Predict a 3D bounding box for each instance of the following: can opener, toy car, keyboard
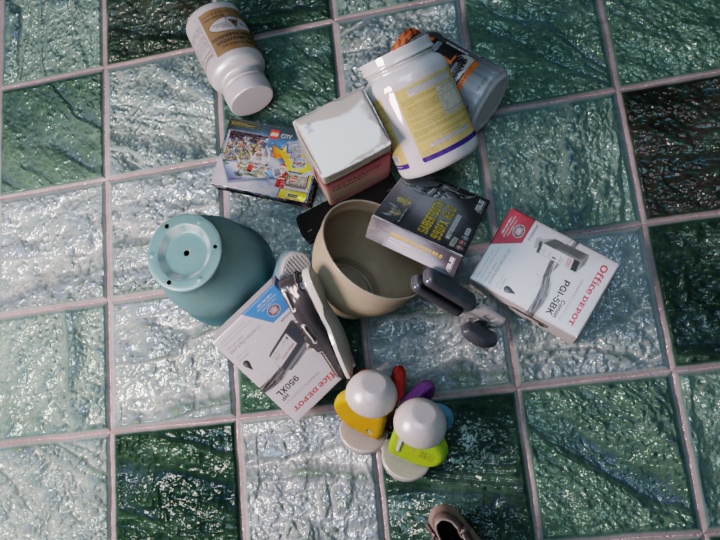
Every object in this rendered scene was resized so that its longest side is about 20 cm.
[{"bbox_3d":[0.162,0.066,1.140,0.053,0.200,0.067,-28,46,38],"label":"can opener"},{"bbox_3d":[0.065,0.233,1.150,0.200,0.175,0.150,28,49,16],"label":"toy car"},{"bbox_3d":[-0.015,-0.101,1.292,0.200,0.040,0.104,-27,52,6],"label":"keyboard"}]

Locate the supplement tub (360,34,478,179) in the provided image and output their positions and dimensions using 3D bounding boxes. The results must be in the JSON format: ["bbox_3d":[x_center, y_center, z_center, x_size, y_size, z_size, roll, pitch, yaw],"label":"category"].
[{"bbox_3d":[0.095,-0.269,1.160,0.145,0.145,0.200,-24,105,6],"label":"supplement tub"}]

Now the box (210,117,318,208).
[{"bbox_3d":[-0.172,-0.206,1.336,0.200,0.038,0.137,13,81,14],"label":"box"}]

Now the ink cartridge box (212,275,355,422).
[{"bbox_3d":[-0.127,0.133,1.191,0.145,0.084,0.200,-44,101,1],"label":"ink cartridge box"}]

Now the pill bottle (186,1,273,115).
[{"bbox_3d":[-0.249,-0.406,1.355,0.114,0.114,0.200,-28,74,5],"label":"pill bottle"}]

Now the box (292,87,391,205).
[{"bbox_3d":[-0.026,-0.204,1.196,0.128,0.200,0.109,-27,83,-2],"label":"box"}]

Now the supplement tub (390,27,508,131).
[{"bbox_3d":[0.152,-0.346,1.256,0.200,0.123,0.123,34,87,16],"label":"supplement tub"}]

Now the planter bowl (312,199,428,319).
[{"bbox_3d":[0.000,0.000,1.187,0.200,0.200,0.135,54,136,16],"label":"planter bowl"}]

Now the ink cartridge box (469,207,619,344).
[{"bbox_3d":[0.305,0.009,1.170,0.200,0.083,0.147,30,85,16],"label":"ink cartridge box"}]

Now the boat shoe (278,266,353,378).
[{"bbox_3d":[-0.068,0.091,1.117,0.060,0.074,0.200,-19,113,11],"label":"boat shoe"}]

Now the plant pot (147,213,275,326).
[{"bbox_3d":[-0.273,-0.010,1.238,0.200,0.188,0.201,-2,78,11],"label":"plant pot"}]

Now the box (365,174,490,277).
[{"bbox_3d":[0.118,-0.088,1.174,0.158,0.200,0.048,26,128,8],"label":"box"}]

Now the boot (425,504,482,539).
[{"bbox_3d":[0.174,0.447,1.072,0.070,0.146,0.200,-42,74,-1],"label":"boot"}]

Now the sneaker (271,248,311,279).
[{"bbox_3d":[-0.131,0.057,1.266,0.074,0.082,0.200,12,99,-19],"label":"sneaker"}]
